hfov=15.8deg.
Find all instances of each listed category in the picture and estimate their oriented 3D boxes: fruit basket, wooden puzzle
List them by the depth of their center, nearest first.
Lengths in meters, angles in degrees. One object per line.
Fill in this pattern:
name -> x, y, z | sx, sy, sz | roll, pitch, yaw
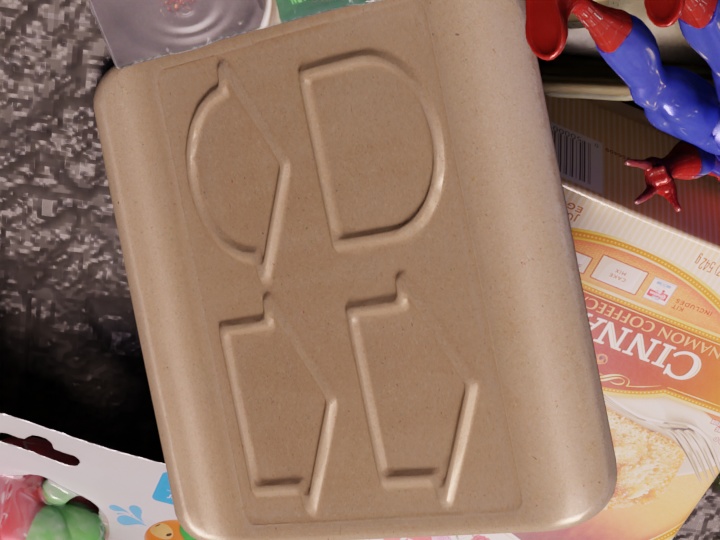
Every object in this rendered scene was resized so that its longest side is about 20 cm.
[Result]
wooden puzzle -> 0.000, 0.000, 0.908 | 0.199, 0.046, 0.186 | -10, 93, 44
fruit basket -> -0.151, 0.121, 1.042 | 0.184, 0.094, 0.200 | 17, 145, -9

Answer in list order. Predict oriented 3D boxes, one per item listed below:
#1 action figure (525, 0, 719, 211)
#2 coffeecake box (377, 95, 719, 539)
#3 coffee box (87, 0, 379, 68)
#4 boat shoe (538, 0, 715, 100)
action figure -> 0.124, -0.051, 0.871 | 0.065, 0.052, 0.200 | -19, 155, 27
coffeecake box -> 0.067, 0.034, 0.991 | 0.153, 0.073, 0.201 | 21, 126, -11
coffee box -> -0.055, -0.170, 0.786 | 0.122, 0.044, 0.201 | -12, 114, 17
boat shoe -> 0.130, -0.088, 0.904 | 0.199, 0.063, 0.074 | 3, 127, 1
